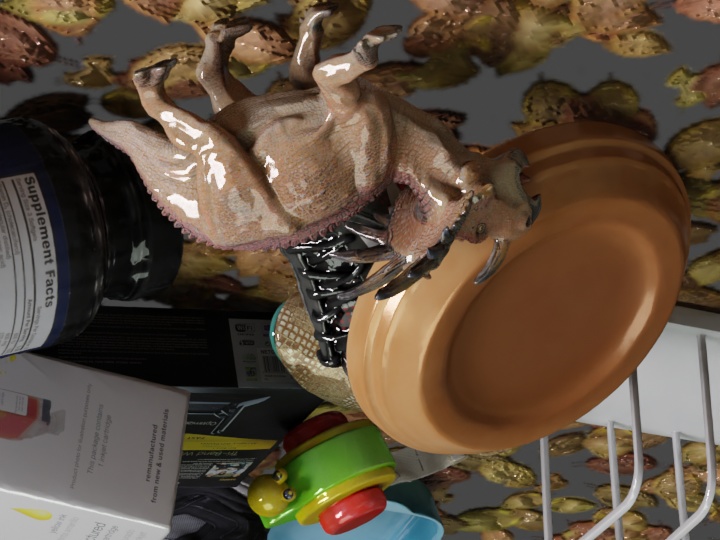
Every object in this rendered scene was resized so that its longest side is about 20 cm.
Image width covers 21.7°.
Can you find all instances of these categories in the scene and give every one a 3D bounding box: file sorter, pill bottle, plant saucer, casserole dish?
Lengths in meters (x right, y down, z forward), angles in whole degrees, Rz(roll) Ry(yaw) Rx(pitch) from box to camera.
[{"bbox_3d":[0.219,0.115,1.121,0.199,0.125,0.139,11,148,-15],"label":"file sorter"},{"bbox_3d":[-0.189,-0.011,0.877,0.200,0.112,0.112,-14,160,-33],"label":"pill bottle"},{"bbox_3d":[0.088,0.019,0.943,0.200,0.037,0.201,-20,134,-21],"label":"plant saucer"},{"bbox_3d":[-0.015,0.185,1.336,0.121,0.039,0.200,9,150,-14],"label":"casserole dish"}]

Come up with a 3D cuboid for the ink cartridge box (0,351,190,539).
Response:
[{"bbox_3d":[-0.208,0.102,0.980,0.200,0.084,0.145,16,147,-17],"label":"ink cartridge box"}]

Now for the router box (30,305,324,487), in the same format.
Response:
[{"bbox_3d":[-0.137,0.077,1.105,0.199,0.052,0.157,3,152,-27],"label":"router box"}]

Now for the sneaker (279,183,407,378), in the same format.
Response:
[{"bbox_3d":[0.000,0.000,0.957,0.071,0.098,0.200,-12,146,24],"label":"sneaker"}]

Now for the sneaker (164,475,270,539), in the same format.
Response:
[{"bbox_3d":[-0.151,0.189,1.185,0.199,0.114,0.076,-6,131,-4],"label":"sneaker"}]

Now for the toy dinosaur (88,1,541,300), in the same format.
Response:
[{"bbox_3d":[-0.027,-0.041,0.835,0.199,0.086,0.136,-8,110,12],"label":"toy dinosaur"}]

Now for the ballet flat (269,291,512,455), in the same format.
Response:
[{"bbox_3d":[0.033,0.059,1.081,0.065,0.071,0.200,15,174,43],"label":"ballet flat"}]

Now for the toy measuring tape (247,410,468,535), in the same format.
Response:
[{"bbox_3d":[0.012,0.114,1.140,0.200,0.074,0.074,-10,165,-46],"label":"toy measuring tape"}]
